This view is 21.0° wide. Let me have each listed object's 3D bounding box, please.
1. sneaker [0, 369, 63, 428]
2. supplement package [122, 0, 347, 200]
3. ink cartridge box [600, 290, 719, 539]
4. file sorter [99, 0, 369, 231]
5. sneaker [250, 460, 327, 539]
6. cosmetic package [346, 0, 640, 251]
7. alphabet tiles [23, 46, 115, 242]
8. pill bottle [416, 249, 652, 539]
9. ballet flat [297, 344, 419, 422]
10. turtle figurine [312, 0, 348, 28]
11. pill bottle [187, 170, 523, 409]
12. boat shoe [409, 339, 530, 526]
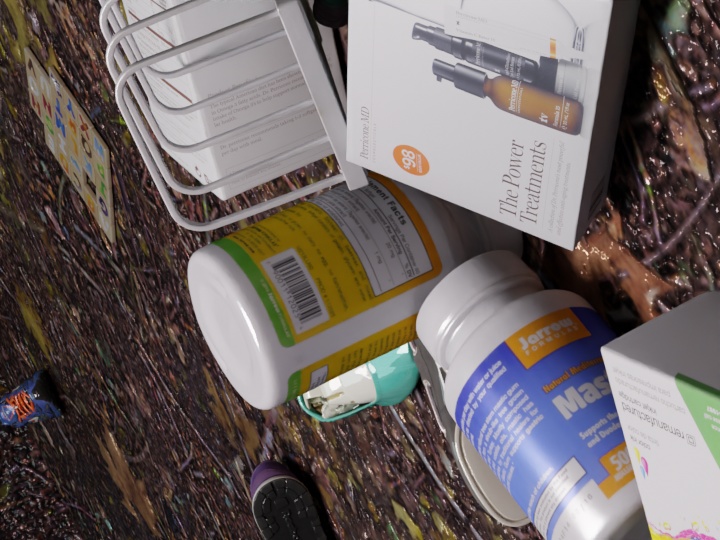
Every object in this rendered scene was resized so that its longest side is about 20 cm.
[{"bbox_3d":[-0.493,0.201,2.869,0.075,0.078,0.200,62,160,5],"label":"sneaker"},{"bbox_3d":[-0.095,-0.175,1.398,0.117,0.117,0.200,40,148,53],"label":"supplement package"},{"bbox_3d":[0.219,0.128,1.021,0.145,0.084,0.200,25,136,60],"label":"ink cartridge box"},{"bbox_3d":[-0.089,-0.139,1.215,0.200,0.124,0.139,-108,-4,-52],"label":"file sorter"},{"bbox_3d":[-0.059,0.280,1.931,0.088,0.076,0.200,-129,24,-71],"label":"sneaker"},{"bbox_3d":[0.069,-0.115,1.066,0.151,0.052,0.200,24,144,18],"label":"cosmetic package"},{"bbox_3d":[-0.323,-0.150,2.149,0.200,0.008,0.167,53,157,28],"label":"alphabet tiles"},{"bbox_3d":[0.121,0.083,1.174,0.200,0.112,0.112,52,156,30],"label":"pill bottle"},{"bbox_3d":[-0.007,0.088,1.554,0.067,0.070,0.200,63,159,5],"label":"ballet flat"},{"bbox_3d":[0.005,-0.202,1.160,0.200,0.100,0.150,87,157,-62],"label":"turtle figurine"},{"bbox_3d":[0.000,0.000,1.246,0.111,0.200,0.111,51,155,34],"label":"pill bottle"},{"bbox_3d":[0.080,0.081,1.354,0.057,0.067,0.200,109,139,-84],"label":"boat shoe"}]
